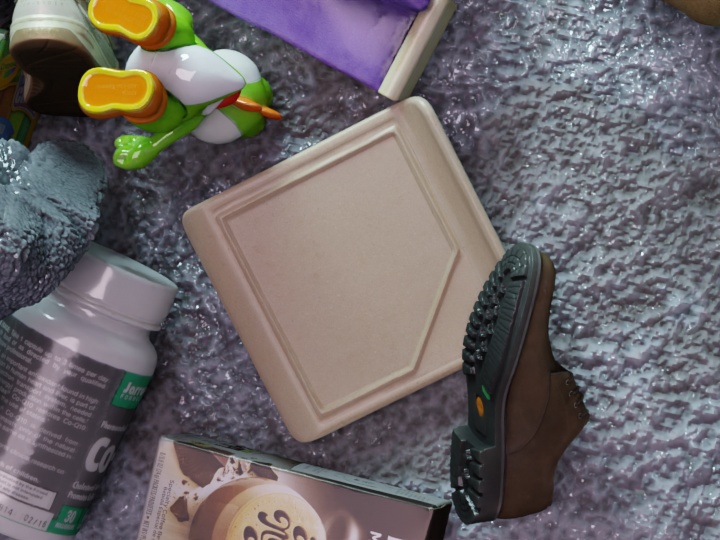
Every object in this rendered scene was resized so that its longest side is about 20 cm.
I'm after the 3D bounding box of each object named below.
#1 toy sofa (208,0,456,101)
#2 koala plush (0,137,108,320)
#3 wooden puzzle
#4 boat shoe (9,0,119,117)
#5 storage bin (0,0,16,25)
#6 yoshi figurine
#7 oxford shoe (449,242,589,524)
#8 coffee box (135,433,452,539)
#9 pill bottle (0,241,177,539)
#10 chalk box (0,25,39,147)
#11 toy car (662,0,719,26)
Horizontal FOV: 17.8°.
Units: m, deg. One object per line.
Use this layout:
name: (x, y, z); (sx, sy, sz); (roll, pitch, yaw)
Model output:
toy sofa: (-0.041, -0.198, 1.596); (0.200, 0.098, 0.083); (29, 96, 11)
koala plush: (-0.282, 0.004, 1.499); (0.177, 0.184, 0.200); (28, 114, -22)
wooden puzzle: (0.000, 0.000, 1.605); (0.200, 0.037, 0.185); (-26, 95, 14)
boat shoe: (-0.201, -0.154, 1.582); (0.072, 0.200, 0.065); (-1, 77, 2)
storage bin: (-0.250, -0.276, 1.589); (0.135, 0.094, 0.200); (30, 52, 11)
yoshi figurine: (-0.134, -0.130, 1.568); (0.112, 0.200, 0.112); (-37, 71, 14)
oxford shoe: (0.114, 0.074, 1.562); (0.084, 0.073, 0.200); (-1, 113, -17)
coffee box: (-0.048, 0.191, 1.595); (0.200, 0.080, 0.113); (13, 90, 12)
pill bottle: (-0.212, 0.082, 1.615); (0.113, 0.113, 0.200); (26, 94, 11)
chalk box: (-0.300, -0.131, 1.634); (0.124, 0.125, 0.200); (22, 94, 12)
toy car: (0.211, -0.209, 1.524); (0.158, 0.164, 0.200); (-22, 96, 10)
